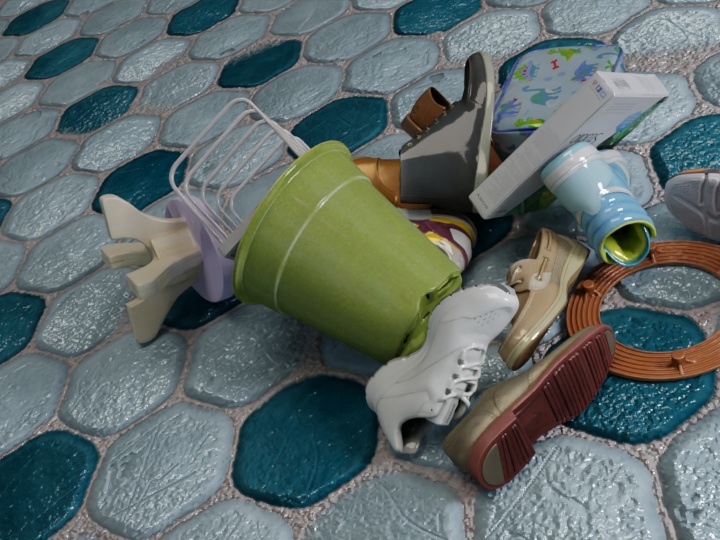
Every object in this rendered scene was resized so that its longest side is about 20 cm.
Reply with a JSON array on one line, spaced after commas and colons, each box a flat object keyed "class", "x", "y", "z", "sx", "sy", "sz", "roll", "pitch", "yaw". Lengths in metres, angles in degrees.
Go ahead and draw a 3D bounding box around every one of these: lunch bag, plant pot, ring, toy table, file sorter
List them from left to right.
[{"class": "toy table", "x": -0.240, "y": -0.015, "z": 1.231, "sx": 0.115, "sy": 0.187, "sz": 0.199, "roll": -19, "pitch": 10, "yaw": -23}, {"class": "file sorter", "x": -0.111, "y": -0.095, "z": 1.160, "sx": 0.139, "sy": 0.200, "sz": 0.125, "roll": -46, "pitch": 76, "yaw": 6}, {"class": "plant pot", "x": 0.000, "y": 0.000, "z": 1.052, "sx": 0.189, "sy": 0.202, "sz": 0.200, "roll": 34, "pitch": 59, "yaw": 19}, {"class": "lunch bag", "x": 0.250, "y": -0.207, "z": 1.280, "sx": 0.158, "sy": 0.083, "sz": 0.201, "roll": 1, "pitch": 41, "yaw": 27}, {"class": "ring", "x": 0.301, "y": 0.031, "z": 1.001, "sx": 0.197, "sy": 0.019, "sz": 0.202, "roll": -14, "pitch": 37, "yaw": 10}]

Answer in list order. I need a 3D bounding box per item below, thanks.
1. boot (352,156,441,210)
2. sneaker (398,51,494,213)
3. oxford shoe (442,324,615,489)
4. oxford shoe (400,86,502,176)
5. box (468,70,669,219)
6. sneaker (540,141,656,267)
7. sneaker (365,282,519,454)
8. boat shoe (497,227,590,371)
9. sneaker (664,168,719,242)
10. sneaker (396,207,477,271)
[{"class": "boot", "x": 0.040, "y": -0.091, "z": 1.255, "sx": 0.198, "sy": 0.072, "sz": 0.144, "roll": -25, "pitch": 35, "yaw": -10}, {"class": "sneaker", "x": 0.099, "y": -0.168, "z": 1.168, "sx": 0.104, "sy": 0.075, "sz": 0.204, "roll": 5, "pitch": 68, "yaw": 4}, {"class": "oxford shoe", "x": 0.155, "y": 0.111, "z": 0.935, "sx": 0.199, "sy": 0.071, "sz": 0.074, "roll": -37, "pitch": 32, "yaw": -21}, {"class": "oxford shoe", "x": 0.133, "y": -0.155, "z": 1.228, "sx": 0.200, "sy": 0.072, "sz": 0.071, "roll": 43, "pitch": 23, "yaw": 26}, {"class": "box", "x": 0.224, "y": -0.133, "z": 1.084, "sx": 0.143, "sy": 0.037, "sz": 0.200, "roll": -12, "pitch": -25, "yaw": -50}, {"class": "sneaker", "x": 0.269, "y": -0.061, "z": 1.079, "sx": 0.079, "sy": 0.199, "sz": 0.132, "roll": -40, "pitch": 72, "yaw": 25}, {"class": "sneaker", "x": 0.085, "y": 0.094, "z": 0.947, "sx": 0.201, "sy": 0.074, "sz": 0.088, "roll": -52, "pitch": 38, "yaw": 29}, {"class": "boat shoe", "x": 0.170, "y": 0.025, "z": 1.010, "sx": 0.064, "sy": 0.072, "sz": 0.200, "roll": 33, "pitch": 39, "yaw": 7}, {"class": "sneaker", "x": 0.423, "y": -0.086, "z": 1.050, "sx": 0.197, "sy": 0.079, "sz": 0.112, "roll": 12, "pitch": 42, "yaw": 23}, {"class": "sneaker", "x": 0.033, "y": -0.024, "z": 1.168, "sx": 0.197, "sy": 0.076, "sz": 0.091, "roll": -3, "pitch": 34, "yaw": 26}]
